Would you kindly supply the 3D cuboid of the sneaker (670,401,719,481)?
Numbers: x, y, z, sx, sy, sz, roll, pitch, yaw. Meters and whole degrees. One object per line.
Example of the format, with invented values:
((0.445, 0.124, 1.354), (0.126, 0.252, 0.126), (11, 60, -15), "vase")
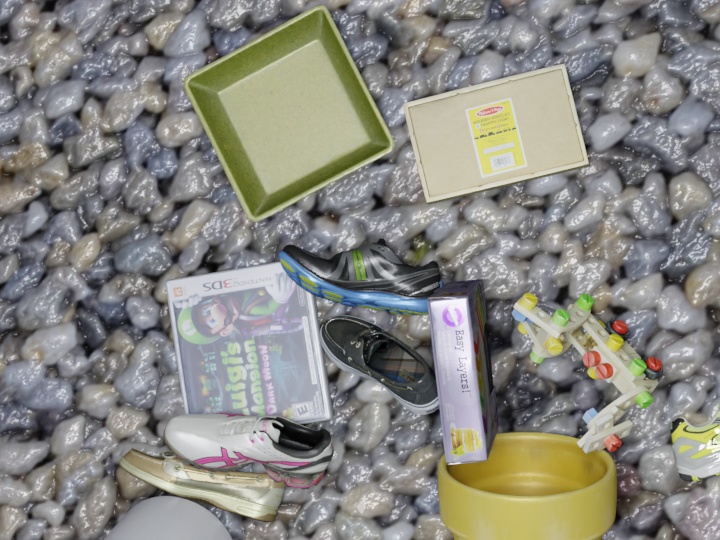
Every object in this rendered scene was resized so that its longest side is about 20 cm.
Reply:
((0.449, 0.175, 1.645), (0.200, 0.075, 0.076), (-21, 86, 7), "sneaker")

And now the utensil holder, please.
((-0.247, 0.377, 1.667), (0.170, 0.200, 0.170), (5, 111, 13), "utensil holder")

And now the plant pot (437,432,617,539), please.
((0.187, 0.303, 1.633), (0.201, 0.201, 0.189), (1, 104, 9), "plant pot")

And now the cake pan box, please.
((0.118, 0.109, 1.636), (0.052, 0.200, 0.184), (-4, 93, 10), "cake pan box")

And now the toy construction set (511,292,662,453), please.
((0.263, 0.108, 1.645), (0.092, 0.131, 0.200), (-48, 58, 41), "toy construction set")

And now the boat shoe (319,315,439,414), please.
((0.022, 0.096, 1.682), (0.069, 0.057, 0.200), (-44, 48, -17), "boat shoe")

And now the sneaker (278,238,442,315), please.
((0.000, 0.000, 1.724), (0.199, 0.071, 0.083), (11, 78, -3), "sneaker")

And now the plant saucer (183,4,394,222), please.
((-0.084, -0.187, 1.754), (0.200, 0.048, 0.200), (-27, 84, 7), "plant saucer")

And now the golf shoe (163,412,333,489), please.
((-0.130, 0.194, 1.706), (0.200, 0.092, 0.073), (11, 46, -10), "golf shoe")

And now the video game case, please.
((-0.137, 0.096, 1.767), (0.182, 0.023, 0.200), (-9, 87, 9), "video game case")

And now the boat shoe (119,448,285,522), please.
((-0.190, 0.247, 1.750), (0.201, 0.073, 0.063), (17, 84, 7), "boat shoe")

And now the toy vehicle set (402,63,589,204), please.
((0.161, -0.162, 1.724), (0.200, 0.027, 0.124), (-13, 86, 9), "toy vehicle set")
